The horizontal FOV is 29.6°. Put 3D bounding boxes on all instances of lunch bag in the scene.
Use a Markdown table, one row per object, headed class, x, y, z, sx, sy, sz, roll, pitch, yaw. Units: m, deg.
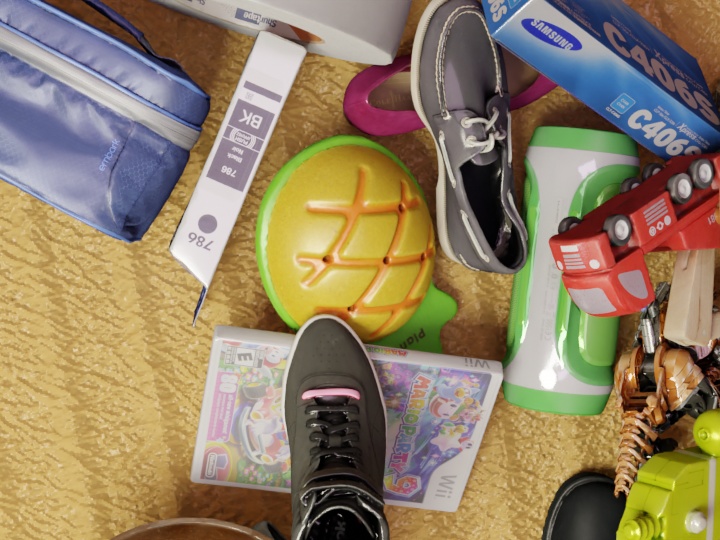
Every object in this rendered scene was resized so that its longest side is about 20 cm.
| class | x | y | z | sx | sy | sz | roll | pitch | yaw |
| --- | --- | --- | --- | --- | --- | --- | --- | --- | --- |
| lunch bag | -0.203 | -0.119 | 0.904 | 0.200 | 0.136 | 0.132 | 29 | 90 | -7 |

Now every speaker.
| class | x | y | z | sx | sy | sz | roll | pitch | yaw |
| --- | --- | --- | --- | --- | --- | --- | --- | --- | --- |
| speaker | 0.150 | 0.000 | 0.983 | 0.088 | 0.088 | 0.200 | 6 | 93 | -8 |

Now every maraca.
| class | x | y | z | sx | sy | sz | roll | pitch | yaw |
| --- | --- | --- | --- | --- | --- | --- | --- | --- | --- |
| maraca | 0.000 | 0.000 | 0.957 | 0.137 | 0.107 | 0.200 | -35 | 118 | -17 |

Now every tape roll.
| class | x | y | z | sx | sy | sz | roll | pitch | yaw |
| --- | --- | --- | --- | --- | --- | --- | --- | --- | --- |
| tape roll | -0.065 | -0.193 | 0.883 | 0.200 | 0.200 | 0.066 | 17 | 92 | -8 |

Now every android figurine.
| class | x | y | z | sx | sy | sz | roll | pitch | yaw |
| --- | --- | --- | --- | --- | --- | --- | --- | --- | --- |
| android figurine | 0.241 | 0.179 | 0.915 | 0.200 | 0.041 | 0.182 | -2 | 97 | -40 |

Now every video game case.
| class | x | y | z | sx | sy | sz | roll | pitch | yaw |
| --- | --- | --- | --- | --- | --- | --- | --- | --- | --- |
| video game case | -0.013 | 0.108 | 0.965 | 0.200 | 0.018 | 0.143 | 8 | 127 | -8 |

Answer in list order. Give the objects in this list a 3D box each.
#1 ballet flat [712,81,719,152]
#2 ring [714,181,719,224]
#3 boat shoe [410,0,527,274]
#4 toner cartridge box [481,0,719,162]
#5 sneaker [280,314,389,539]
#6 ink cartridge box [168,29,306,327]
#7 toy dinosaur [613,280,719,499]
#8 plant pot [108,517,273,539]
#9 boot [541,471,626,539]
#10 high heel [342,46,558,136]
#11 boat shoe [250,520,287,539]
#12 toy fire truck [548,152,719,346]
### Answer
| class | x | y | z | sx | sy | sz | roll | pitch | yaw |
| --- | --- | --- | --- | --- | --- | --- | --- | --- | --- |
| ballet flat | 0.316 | -0.052 | 1.009 | 0.072 | 0.072 | 0.201 | -17 | 96 | -6 |
| ring | 0.306 | -0.032 | 0.945 | 0.200 | 0.019 | 0.201 | 5 | 82 | -40 |
| boat shoe | 0.084 | -0.089 | 0.921 | 0.073 | 0.063 | 0.200 | -20 | 118 | -24 |
| toner cartridge box | 0.165 | -0.151 | 0.932 | 0.200 | 0.095 | 0.043 | 28 | 126 | -32 |
| sneaker | -0.012 | 0.119 | 0.854 | 0.071 | 0.099 | 0.200 | -1 | 76 | -6 |
| ink cartridge box | -0.093 | -0.063 | 0.940 | 0.039 | 0.099 | 0.200 | 21 | 90 | -8 |
| toy dinosaur | 0.215 | 0.089 | 0.973 | 0.200 | 0.102 | 0.136 | -38 | 118 | -26 |
| plant pot | -0.120 | 0.301 | 0.914 | 0.187 | 0.187 | 0.200 | 9 | 133 | -8 |
| boot | 0.179 | 0.257 | 0.963 | 0.076 | 0.168 | 0.201 | 7 | 93 | -7 |
| high heel | 0.084 | -0.137 | 0.958 | 0.200 | 0.096 | 0.068 | -23 | 96 | -5 |
| boat shoe | -0.017 | 0.259 | 0.988 | 0.200 | 0.073 | 0.062 | 39 | 93 | -3 |
| toy fire truck | 0.221 | -0.002 | 0.921 | 0.200 | 0.049 | 0.141 | -31 | 107 | -33 |
